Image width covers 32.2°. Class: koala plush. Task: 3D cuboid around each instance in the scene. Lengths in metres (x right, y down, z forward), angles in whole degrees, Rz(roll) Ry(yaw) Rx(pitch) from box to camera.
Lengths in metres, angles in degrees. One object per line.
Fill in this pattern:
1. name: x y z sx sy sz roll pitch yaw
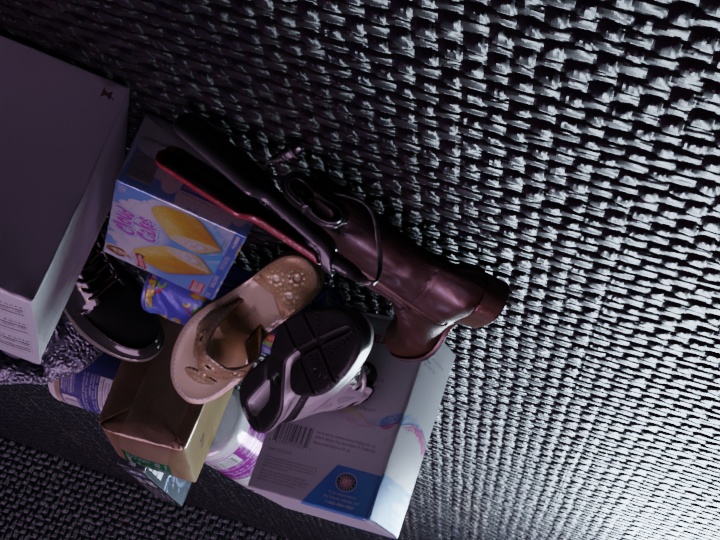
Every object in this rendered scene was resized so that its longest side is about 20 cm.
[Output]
1. koala plush: -0.369 0.024 1.359 0.183 0.178 0.200 5 157 9

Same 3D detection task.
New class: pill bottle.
1. pill bottle: -0.156 0.255 1.801 0.112 0.113 0.200 4 154 40
2. pill bottle: -0.309 0.147 1.676 0.199 0.112 0.111 15 159 16

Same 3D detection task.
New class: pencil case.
1. pencil case: -0.117 0.031 1.231 0.199 0.078 0.087 17 145 12

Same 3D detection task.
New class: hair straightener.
1. hair straightener: -0.061 -0.059 0.944 0.200 0.041 0.077 37 123 7

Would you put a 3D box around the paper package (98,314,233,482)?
1. paper package: -0.203 0.122 1.388 0.103 0.192 0.200 20 161 2

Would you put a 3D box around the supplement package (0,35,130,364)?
1. supplement package: -0.292 -0.056 1.013 0.146 0.192 0.200 22 160 -5

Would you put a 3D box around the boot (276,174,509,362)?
1. boot: 0.000 0.000 1.057 0.199 0.065 0.186 26 150 -18

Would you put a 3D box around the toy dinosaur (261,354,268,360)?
1. toy dinosaur: -0.078 0.125 1.442 0.102 0.077 0.200 5 163 3

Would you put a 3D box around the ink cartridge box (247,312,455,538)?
1. ink cartridge box: -0.006 0.148 1.251 0.144 0.201 0.085 9 161 31

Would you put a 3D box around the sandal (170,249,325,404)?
1. sandal: -0.122 0.061 1.163 0.078 0.070 0.212 47 114 -2

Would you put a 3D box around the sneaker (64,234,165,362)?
1. sneaker: -0.269 0.006 1.248 0.200 0.075 0.106 47 157 0

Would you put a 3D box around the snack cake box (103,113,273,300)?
1. snack cake box: -0.155 -0.050 1.079 0.114 0.068 0.200 23 160 -7

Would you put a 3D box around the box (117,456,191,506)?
1. box: -0.273 0.238 1.802 0.043 0.161 0.200 15 159 14

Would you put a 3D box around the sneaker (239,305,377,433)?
1. sneaker: -0.022 0.080 1.142 0.115 0.076 0.200 -12 160 -38
